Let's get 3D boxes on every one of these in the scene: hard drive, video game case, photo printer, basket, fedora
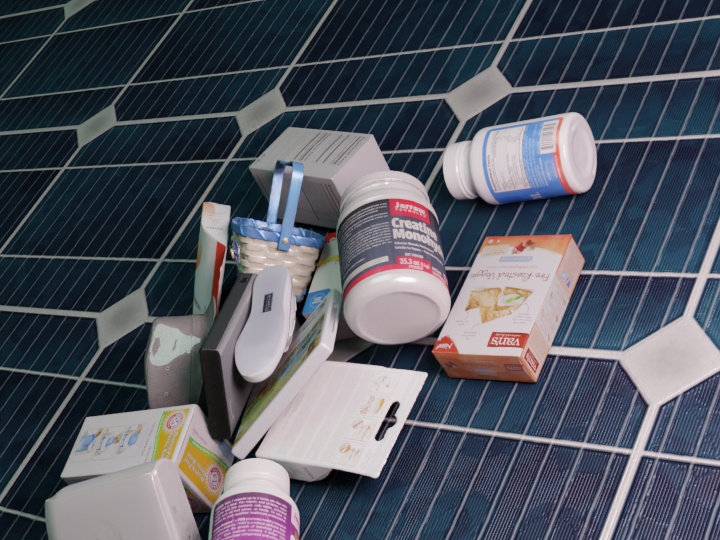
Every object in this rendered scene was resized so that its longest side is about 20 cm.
[{"bbox_3d":[-0.172,0.113,1.642,0.032,0.141,0.201,2,30,10],"label":"hard drive"},{"bbox_3d":[-0.094,0.134,1.588,0.200,0.023,0.182,-50,10,19],"label":"video game case"},{"bbox_3d":[-0.307,0.341,1.529,0.198,0.168,0.069,-18,2,22],"label":"photo printer"},{"bbox_3d":[-0.121,-0.062,1.764,0.176,0.138,0.202,-158,82,-78],"label":"basket"},{"bbox_3d":[-0.258,0.133,1.686,0.089,0.202,0.177,5,14,-11],"label":"fedora"}]

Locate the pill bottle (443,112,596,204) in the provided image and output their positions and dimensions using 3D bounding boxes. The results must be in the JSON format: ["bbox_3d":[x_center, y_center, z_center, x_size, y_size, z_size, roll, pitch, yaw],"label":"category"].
[{"bbox_3d":[0.221,-0.153,1.688,0.198,0.113,0.113,-6,45,35],"label":"pill bottle"}]

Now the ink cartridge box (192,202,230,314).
[{"bbox_3d":[-0.231,0.014,1.808,0.050,0.164,0.201,8,29,-4],"label":"ink cartridge box"}]

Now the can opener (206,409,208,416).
[{"bbox_3d":[-0.197,0.134,1.751,0.052,0.067,0.201,-19,45,22],"label":"can opener"}]

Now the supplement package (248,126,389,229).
[{"bbox_3d":[-0.058,-0.145,1.896,0.199,0.114,0.110,12,51,44],"label":"supplement package"}]

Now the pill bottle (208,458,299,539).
[{"bbox_3d":[-0.128,0.329,1.435,0.111,0.113,0.201,-22,39,18],"label":"pill bottle"}]

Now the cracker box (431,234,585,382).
[{"bbox_3d":[0.191,0.045,1.538,0.133,0.058,0.201,-1,49,39],"label":"cracker box"}]

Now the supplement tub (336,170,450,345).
[{"bbox_3d":[0.040,-0.017,1.584,0.139,0.140,0.202,-21,49,18],"label":"supplement tub"}]

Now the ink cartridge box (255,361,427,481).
[{"bbox_3d":[-0.018,0.196,1.542,0.198,0.050,0.163,4,51,36],"label":"ink cartridge box"}]

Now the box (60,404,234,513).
[{"bbox_3d":[-0.287,0.262,1.633,0.198,0.113,0.102,-10,44,29],"label":"box"}]

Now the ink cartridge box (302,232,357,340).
[{"bbox_3d":[0.000,0.000,1.732,0.115,0.067,0.201,-12,42,28],"label":"ink cartridge box"}]

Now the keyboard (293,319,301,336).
[{"bbox_3d":[-0.126,0.077,1.799,0.056,0.011,0.200,-40,36,3],"label":"keyboard"}]

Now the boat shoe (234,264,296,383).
[{"bbox_3d":[-0.117,0.082,1.626,0.073,0.066,0.201,-7,43,20],"label":"boat shoe"}]
